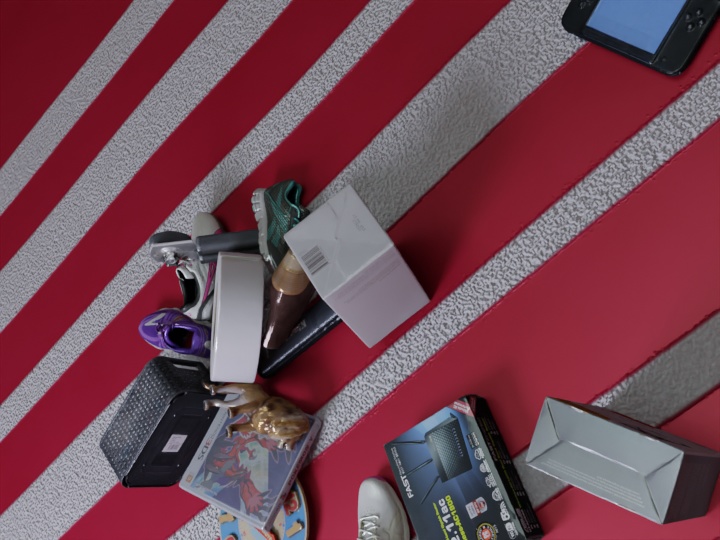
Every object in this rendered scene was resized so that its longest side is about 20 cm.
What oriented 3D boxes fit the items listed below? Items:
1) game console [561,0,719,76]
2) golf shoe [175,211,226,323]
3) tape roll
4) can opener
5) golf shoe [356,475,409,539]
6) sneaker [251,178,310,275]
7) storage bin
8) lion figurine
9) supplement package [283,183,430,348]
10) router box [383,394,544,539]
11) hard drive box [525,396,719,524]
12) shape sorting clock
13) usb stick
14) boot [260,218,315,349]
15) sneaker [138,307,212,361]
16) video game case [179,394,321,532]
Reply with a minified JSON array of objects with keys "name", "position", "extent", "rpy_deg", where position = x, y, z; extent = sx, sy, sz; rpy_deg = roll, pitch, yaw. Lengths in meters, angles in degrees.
[{"name":"game console","position":[0.356,-0.376,1.044],"extent":[0.199,0.117,0.173],"rpy_deg":[37,101,36]},{"name":"golf shoe","position":[-0.280,-0.013,1.438],"extent":[0.072,0.091,0.205],"rpy_deg":[-21,66,35]},{"name":"tape roll","position":[-0.198,0.074,1.301],"extent":[0.202,0.069,0.209],"rpy_deg":[-176,90,-79]},{"name":"can opener","position":[-0.263,-0.051,1.399],"extent":[0.194,0.054,0.068],"rpy_deg":[-8,58,-7]},{"name":"golf shoe","position":[0.023,0.386,1.129],"extent":[0.074,0.091,0.205],"rpy_deg":[-24,65,30]},{"name":"sneaker","position":[-0.119,-0.067,1.345],"extent":[0.090,0.077,0.204],"rpy_deg":[-26,62,19]},{"name":"storage bin","position":[-0.330,0.258,1.384],"extent":[0.094,0.134,0.202],"rpy_deg":[40,103,34]},{"name":"lion figurine","position":[-0.167,0.210,1.281],"extent":[0.199,0.120,0.074],"rpy_deg":[38,128,52]},{"name":"supplement package","position":[0.000,0.000,1.150],"extent":[0.119,0.200,0.122],"rpy_deg":[-37,59,1]},{"name":"router box","position":[0.132,0.289,1.088],"extent":[0.149,0.062,0.203],"rpy_deg":[-36,61,25]},{"name":"hard drive box","position":[0.295,0.208,0.904],"extent":[0.153,0.198,0.079],"rpy_deg":[19,89,36]},{"name":"shape sorting clock","position":[-0.156,0.395,1.288],"extent":[0.196,0.039,0.206],"rpy_deg":[-9,74,34]},{"name":"usb stick","position":[-0.096,0.103,1.315],"extent":[0.199,0.032,0.056],"rpy_deg":[-39,56,23]},{"name":"boot","position":[-0.090,0.013,1.272],"extent":[0.071,0.200,0.169],"rpy_deg":[26,120,11]},{"name":"sneaker","position":[-0.330,0.107,1.453],"extent":[0.196,0.083,0.083],"rpy_deg":[7,83,37]},{"name":"video game case","position":[-0.177,0.291,1.297],"extent":[0.196,0.023,0.185],"rpy_deg":[12,65,36]}]
